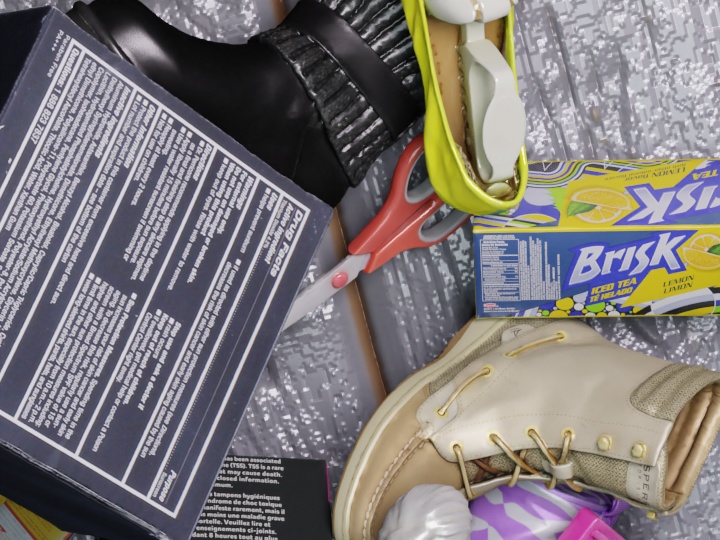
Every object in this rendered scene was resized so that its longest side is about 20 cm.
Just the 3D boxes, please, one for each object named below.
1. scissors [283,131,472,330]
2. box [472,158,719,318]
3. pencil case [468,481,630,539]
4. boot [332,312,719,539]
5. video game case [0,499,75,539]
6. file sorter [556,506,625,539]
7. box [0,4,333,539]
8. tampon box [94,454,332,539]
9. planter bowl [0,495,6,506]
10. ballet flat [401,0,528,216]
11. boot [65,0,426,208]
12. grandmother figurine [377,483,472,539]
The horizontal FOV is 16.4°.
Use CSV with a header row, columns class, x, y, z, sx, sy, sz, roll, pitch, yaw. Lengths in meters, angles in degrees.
class,x,y,z,sx,sy,sz,roll,pitch,yaw
scissors,0.000,0.000,1.423,0.200,0.014,0.073,-49,139,4
box,0.163,-0.019,1.399,0.200,0.070,0.064,0,128,5
pencil case,0.077,0.198,1.452,0.085,0.084,0.200,33,107,33
boot,0.094,0.103,1.363,0.155,0.200,0.073,22,142,33
video game case,-0.210,0.098,1.439,0.143,0.017,0.200,49,125,9
file sorter,0.132,0.265,1.389,0.200,0.139,0.125,-52,50,-2
box,-0.151,0.007,1.251,0.198,0.123,0.200,36,69,-33
tampon box,-0.084,0.221,1.363,0.126,0.200,0.150,4,142,-9
planter bowl,-0.280,0.060,1.407,0.200,0.083,0.201,8,103,39
ballet flat,0.060,-0.123,1.332,0.067,0.067,0.200,-14,108,-19
boot,-0.047,-0.125,1.361,0.158,0.079,0.211,-50,128,2
grandmother figurine,0.044,0.211,1.302,0.121,0.061,0.200,-8,88,11
